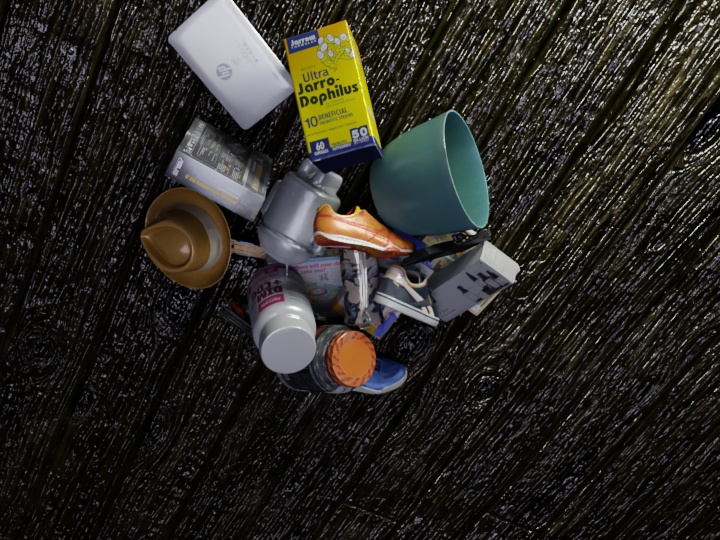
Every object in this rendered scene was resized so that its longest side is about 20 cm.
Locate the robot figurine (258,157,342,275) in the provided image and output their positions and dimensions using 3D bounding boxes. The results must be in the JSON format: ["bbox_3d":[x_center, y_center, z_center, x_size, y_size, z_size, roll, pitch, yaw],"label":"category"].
[{"bbox_3d":[-0.111,-0.096,1.299,0.112,0.169,0.202,17,105,-54],"label":"robot figurine"}]

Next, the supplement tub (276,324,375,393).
[{"bbox_3d":[-0.066,0.164,1.342,0.123,0.123,0.199,46,152,-22],"label":"supplement tub"}]

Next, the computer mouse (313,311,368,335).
[{"bbox_3d":[-0.040,0.098,1.413,0.058,0.199,0.035,7,79,28],"label":"computer mouse"}]

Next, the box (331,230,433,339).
[{"bbox_3d":[0.047,0.023,1.383,0.118,0.042,0.201,31,109,-18],"label":"box"}]

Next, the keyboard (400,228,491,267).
[{"bbox_3d":[0.166,-0.046,1.272,0.126,0.198,0.021,-25,83,42],"label":"keyboard"}]

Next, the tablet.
[{"bbox_3d":[-0.215,-0.351,1.229,0.129,0.014,0.200,-33,114,17],"label":"tablet"}]

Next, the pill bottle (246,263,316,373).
[{"bbox_3d":[-0.139,0.084,1.283,0.111,0.201,0.115,-6,120,-11],"label":"pill bottle"}]

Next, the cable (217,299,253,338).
[{"bbox_3d":[-0.203,0.101,1.377,0.097,0.199,0.051,34,84,-37],"label":"cable"}]

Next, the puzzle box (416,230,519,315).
[{"bbox_3d":[0.196,-0.012,1.413,0.199,0.026,0.133,33,113,-17],"label":"puzzle box"}]

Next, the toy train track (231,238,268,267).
[{"bbox_3d":[-0.209,-0.044,1.382,0.197,0.033,0.116,12,111,-15],"label":"toy train track"}]

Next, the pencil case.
[{"bbox_3d":[0.000,0.000,1.302,0.077,0.089,0.204,-9,104,-19],"label":"pencil case"}]

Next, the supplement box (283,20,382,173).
[{"bbox_3d":[-0.042,-0.274,1.168,0.107,0.109,0.204,-14,85,7],"label":"supplement box"}]

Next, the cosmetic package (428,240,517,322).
[{"bbox_3d":[0.193,0.025,1.349,0.082,0.051,0.200,34,142,-14],"label":"cosmetic package"}]

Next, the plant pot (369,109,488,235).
[{"bbox_3d":[0.112,-0.151,1.246,0.159,0.202,0.202,-14,120,27],"label":"plant pot"}]

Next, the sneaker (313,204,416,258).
[{"bbox_3d":[0.015,-0.065,1.215,0.198,0.079,0.073,15,165,-32],"label":"sneaker"}]

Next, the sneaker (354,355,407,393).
[{"bbox_3d":[-0.002,0.188,1.488,0.196,0.077,0.112,2,133,5],"label":"sneaker"}]

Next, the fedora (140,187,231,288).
[{"bbox_3d":[-0.330,-0.052,1.312,0.197,0.082,0.204,6,104,25],"label":"fedora"}]

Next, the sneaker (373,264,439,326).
[{"bbox_3d":[0.099,0.047,1.319,0.078,0.199,0.081,19,85,31],"label":"sneaker"}]

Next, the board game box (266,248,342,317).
[{"bbox_3d":[-0.080,0.028,1.405,0.196,0.034,0.136,-5,120,-11],"label":"board game box"}]

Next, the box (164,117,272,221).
[{"bbox_3d":[-0.232,-0.174,1.220,0.157,0.201,0.049,28,112,-17],"label":"box"}]
